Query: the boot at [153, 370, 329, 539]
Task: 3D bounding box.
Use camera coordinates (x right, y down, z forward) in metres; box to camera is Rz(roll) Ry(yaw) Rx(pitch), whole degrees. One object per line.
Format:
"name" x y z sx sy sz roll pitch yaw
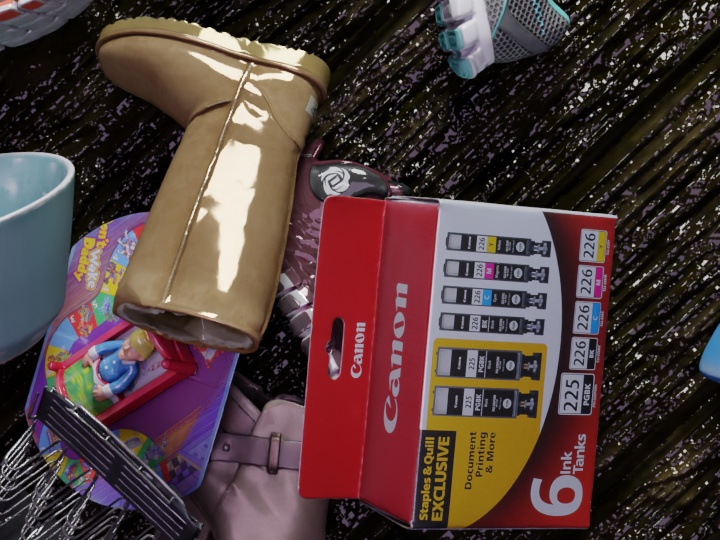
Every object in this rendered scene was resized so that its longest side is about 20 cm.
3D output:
"boot" -0.048 0.162 1.072 0.199 0.070 0.147 26 95 8

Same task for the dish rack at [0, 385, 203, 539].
"dish rack" -0.180 0.167 1.042 0.153 0.200 0.055 40 54 6

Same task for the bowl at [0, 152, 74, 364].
"bowl" -0.274 0.003 1.053 0.199 0.201 0.106 -8 111 8

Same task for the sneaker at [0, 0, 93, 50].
"sneaker" -0.278 -0.192 1.095 0.198 0.077 0.083 -16 83 7

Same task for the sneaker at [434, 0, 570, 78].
"sneaker" 0.090 -0.230 1.054 0.090 0.078 0.202 -7 94 -8

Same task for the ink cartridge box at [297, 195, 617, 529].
"ink cartridge box" 0.060 0.057 1.010 0.174 0.084 0.202 3 92 -24

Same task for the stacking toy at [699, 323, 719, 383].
"stacking toy" 0.321 0.093 1.015 0.116 0.110 0.200 -42 97 -5

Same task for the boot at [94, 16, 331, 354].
"boot" -0.119 -0.060 1.031 0.173 0.066 0.202 9 66 17

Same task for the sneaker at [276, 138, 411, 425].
"sneaker" 0.000 0.000 1.061 0.115 0.076 0.201 -34 86 4

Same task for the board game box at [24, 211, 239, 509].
"board game box" -0.160 0.056 1.068 0.157 0.039 0.202 16 87 28
